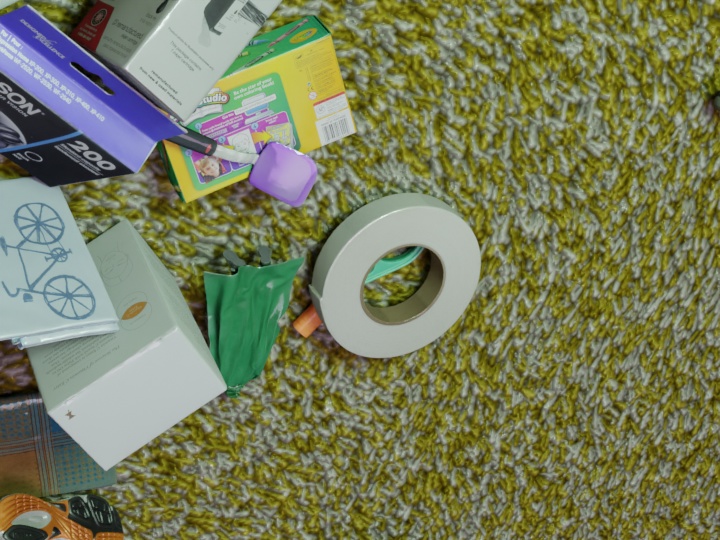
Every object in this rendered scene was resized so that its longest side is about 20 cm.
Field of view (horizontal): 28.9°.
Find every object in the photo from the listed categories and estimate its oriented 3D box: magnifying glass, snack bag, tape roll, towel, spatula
[{"bbox_3d":[0.000,0.000,1.600,0.200,0.022,0.080,-44,128,7],"label":"magnifying glass"},{"bbox_3d":[-0.347,-0.005,1.318,0.199,0.189,0.021,-10,150,-36],"label":"snack bag"},{"bbox_3d":[0.041,0.008,1.591,0.202,0.037,0.204,-13,125,-19],"label":"tape roll"},{"bbox_3d":[-0.374,0.196,1.554,0.199,0.022,0.147,-8,123,-19],"label":"towel"},{"bbox_3d":[-0.133,-0.118,1.389,0.199,0.021,0.057,19,113,-31],"label":"spatula"}]

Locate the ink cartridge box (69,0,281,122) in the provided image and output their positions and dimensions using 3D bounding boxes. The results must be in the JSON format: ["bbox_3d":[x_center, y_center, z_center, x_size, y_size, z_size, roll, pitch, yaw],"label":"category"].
[{"bbox_3d":[-0.153,-0.251,1.271,0.200,0.144,0.084,-51,127,-4],"label":"ink cartridge box"}]

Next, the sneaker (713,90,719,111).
[{"bbox_3d":[0.503,-0.234,1.663,0.199,0.075,0.080,-16,112,-23],"label":"sneaker"}]

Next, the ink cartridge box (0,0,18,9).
[{"bbox_3d":[-0.354,-0.298,1.210,0.199,0.085,0.145,-29,127,-7],"label":"ink cartridge box"}]

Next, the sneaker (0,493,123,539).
[{"bbox_3d":[-0.362,0.299,1.602,0.092,0.076,0.200,-22,151,33],"label":"sneaker"}]

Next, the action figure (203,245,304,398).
[{"bbox_3d":[-0.135,0.066,1.559,0.118,0.055,0.201,-5,129,-23],"label":"action figure"}]

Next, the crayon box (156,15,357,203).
[{"bbox_3d":[-0.114,-0.165,1.420,0.199,0.058,0.119,-23,127,-10],"label":"crayon box"}]

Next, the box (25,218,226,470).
[{"bbox_3d":[-0.249,0.072,1.415,0.152,0.200,0.106,-33,132,0],"label":"box"}]

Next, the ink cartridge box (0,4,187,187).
[{"bbox_3d":[-0.293,-0.151,1.273,0.198,0.199,0.044,38,59,-37],"label":"ink cartridge box"}]
